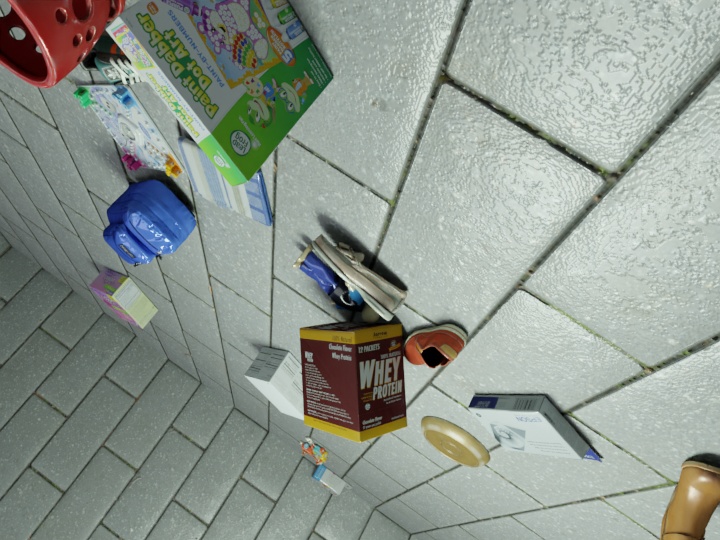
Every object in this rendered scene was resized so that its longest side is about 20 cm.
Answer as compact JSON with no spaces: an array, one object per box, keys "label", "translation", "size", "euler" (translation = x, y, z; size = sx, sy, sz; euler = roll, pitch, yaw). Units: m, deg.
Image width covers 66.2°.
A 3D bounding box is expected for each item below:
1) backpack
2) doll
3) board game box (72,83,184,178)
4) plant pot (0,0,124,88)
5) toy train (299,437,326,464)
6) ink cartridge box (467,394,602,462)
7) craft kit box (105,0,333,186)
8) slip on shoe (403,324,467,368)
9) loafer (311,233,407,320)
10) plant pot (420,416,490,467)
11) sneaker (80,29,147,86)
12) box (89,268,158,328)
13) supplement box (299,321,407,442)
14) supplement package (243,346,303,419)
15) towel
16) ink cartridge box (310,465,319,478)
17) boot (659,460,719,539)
[{"label":"backpack","translation":[-0.474,-0.101,1.252],"size":[0.196,0.171,0.163],"euler":[-3,141,45]},{"label":"doll","translation":[-0.041,0.034,1.083],"size":[0.199,0.049,0.136],"euler":[41,153,-6]},{"label":"board game box","translation":[-0.473,-0.281,1.123],"size":[0.195,0.026,0.203],"euler":[14,145,36]},{"label":"plant pot","translation":[-0.433,-0.386,0.748],"size":[0.196,0.184,0.203],"euler":[27,151,16]},{"label":"toy train","translation":[-0.216,0.810,2.454],"size":[0.148,0.056,0.201],"euler":[32,152,8]},{"label":"ink cartridge box","translation":[0.340,0.324,1.093],"size":[0.200,0.041,0.198],"euler":[45,151,-15]},{"label":"craft kit box","translation":[-0.142,-0.240,0.620],"size":[0.048,0.200,0.201],"euler":[1,139,47]},{"label":"slip on shoe","translation":[0.131,0.154,1.054],"size":[0.073,0.062,0.199],"euler":[38,154,-9]},{"label":"loafer","translation":[0.000,0.000,0.987],"size":[0.200,0.063,0.072],"euler":[45,-175,-9]},{"label":"plant pot","translation":[0.236,0.446,1.413],"size":[0.196,0.028,0.202],"euler":[29,151,17]},{"label":"sneaker","translation":[-0.363,-0.323,0.872],"size":[0.195,0.081,0.072],"euler":[21,150,26]},{"label":"box","translation":[-0.923,0.109,2.156],"size":[0.172,0.098,0.203],"euler":[15,145,35]},{"label":"supplement box","translation":[-0.018,0.216,1.133],"size":[0.194,0.130,0.208],"euler":[-3,90,51]},{"label":"supplement package","translation":[-0.236,0.353,1.723],"size":[0.153,0.112,0.202],"euler":[0,135,48]},{"label":"towel","translation":[-0.255,-0.169,1.048],"size":[0.195,0.024,0.149],"euler":[24,148,19]},{"label":"ink cartridge box","translation":[-0.142,1.039,2.703],"size":[0.197,0.069,0.116],"euler":[35,153,3]},{"label":"boot","translation":[0.523,0.405,0.881],"size":[0.075,0.157,0.203],"euler":[23,150,21]}]
